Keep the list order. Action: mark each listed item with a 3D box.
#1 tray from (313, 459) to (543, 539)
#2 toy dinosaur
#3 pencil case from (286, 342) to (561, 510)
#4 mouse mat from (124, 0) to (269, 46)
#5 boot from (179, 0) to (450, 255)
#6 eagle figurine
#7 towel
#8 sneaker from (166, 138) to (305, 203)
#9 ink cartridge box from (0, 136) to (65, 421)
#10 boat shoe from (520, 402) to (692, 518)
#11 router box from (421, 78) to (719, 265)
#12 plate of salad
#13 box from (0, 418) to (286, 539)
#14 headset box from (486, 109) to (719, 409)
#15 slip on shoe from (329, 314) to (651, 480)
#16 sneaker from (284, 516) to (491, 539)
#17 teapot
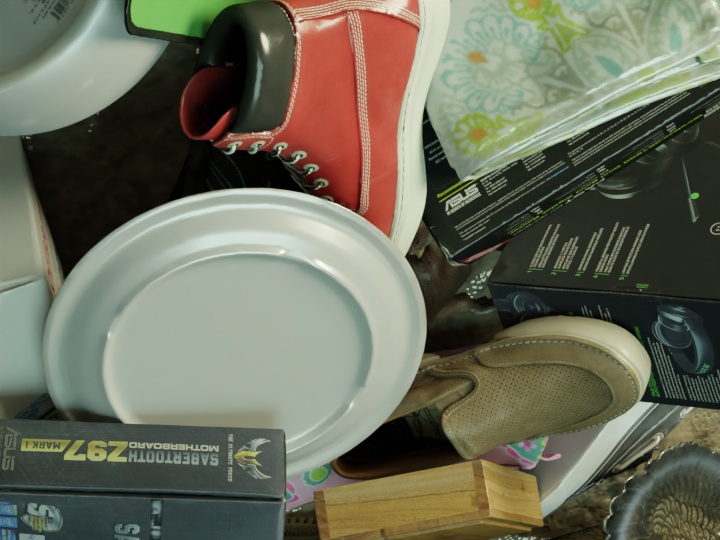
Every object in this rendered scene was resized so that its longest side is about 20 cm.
[{"bbox_3d":[0.044,0.143,1.369,0.098,0.037,0.200,-12,171,11],"label":"tray"},{"bbox_3d":[0.000,0.000,1.354,0.199,0.086,0.136,-14,121,13],"label":"toy dinosaur"},{"bbox_3d":[0.023,0.095,1.426,0.199,0.088,0.088,-8,128,-10],"label":"pencil case"},{"bbox_3d":[-0.059,-0.187,1.113,0.007,0.200,0.162,15,96,18],"label":"mouse mat"},{"bbox_3d":[-0.036,-0.058,1.166,0.144,0.072,0.201,-24,137,-34],"label":"boot"},{"bbox_3d":[0.207,0.186,1.520,0.199,0.151,0.152,28,94,-17],"label":"eagle figurine"},{"bbox_3d":[0.090,-0.165,1.189,0.170,0.201,0.048,-23,173,8],"label":"towel"},{"bbox_3d":[-0.062,-0.056,1.287,0.079,0.076,0.201,17,132,-5],"label":"sneaker"},{"bbox_3d":[-0.226,0.052,1.278,0.144,0.148,0.201,-16,130,-4],"label":"ink cartridge box"},{"bbox_3d":[0.162,0.102,1.487,0.068,0.072,0.200,33,106,-34],"label":"boat shoe"},{"bbox_3d":[0.095,-0.117,1.244,0.199,0.150,0.062,-31,170,8],"label":"router box"},{"bbox_3d":[-0.065,0.033,1.196,0.199,0.048,0.201,-6,128,-7],"label":"plate of salad"},{"bbox_3d":[-0.122,0.162,1.241,0.157,0.051,0.201,2,137,-6],"label":"box"},{"bbox_3d":[0.186,-0.016,1.291,0.199,0.175,0.093,4,137,29],"label":"headset box"},{"bbox_3d":[0.066,0.076,1.275,0.199,0.061,0.076,-8,129,32],"label":"slip on shoe"},{"bbox_3d":[0.025,0.225,1.505,0.199,0.070,0.109,8,131,15],"label":"sneaker"},{"bbox_3d":[-0.156,-0.157,1.143,0.199,0.199,0.146,-9,171,20],"label":"teapot"}]
